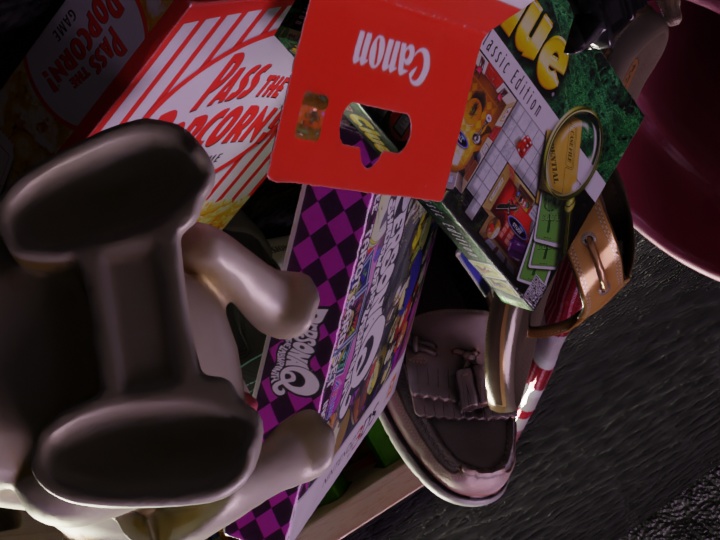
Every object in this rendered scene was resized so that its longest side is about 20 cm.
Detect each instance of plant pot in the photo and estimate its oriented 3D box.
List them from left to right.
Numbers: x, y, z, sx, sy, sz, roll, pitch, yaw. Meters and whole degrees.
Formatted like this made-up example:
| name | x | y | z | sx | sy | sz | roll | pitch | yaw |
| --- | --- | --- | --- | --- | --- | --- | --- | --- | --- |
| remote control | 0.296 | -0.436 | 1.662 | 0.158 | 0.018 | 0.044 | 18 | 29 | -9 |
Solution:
| name | x | y | z | sx | sy | sz | roll | pitch | yaw |
| --- | --- | --- | --- | --- | --- | --- | --- | --- | --- |
| plant pot | 0.221 | -0.117 | 1.160 | 0.179 | 0.200 | 0.200 | -45 | 170 | -28 |

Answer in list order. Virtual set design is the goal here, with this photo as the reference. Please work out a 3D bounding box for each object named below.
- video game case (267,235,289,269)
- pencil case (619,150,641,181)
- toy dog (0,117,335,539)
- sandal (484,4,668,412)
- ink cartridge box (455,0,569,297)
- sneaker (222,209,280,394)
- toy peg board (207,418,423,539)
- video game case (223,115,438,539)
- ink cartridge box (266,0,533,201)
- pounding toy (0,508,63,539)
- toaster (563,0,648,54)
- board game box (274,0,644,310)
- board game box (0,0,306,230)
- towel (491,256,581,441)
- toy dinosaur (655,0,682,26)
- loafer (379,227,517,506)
| name | x | y | z | sx | sy | sz | roll | pitch | yaw |
| --- | --- | --- | --- | --- | --- | --- | --- | --- | --- |
| video game case | -0.114 | 0.053 | 1.216 | 0.200 | 0.023 | 0.181 | -45 | 162 | 30 |
| pencil case | 0.098 | -0.035 | 1.300 | 0.077 | 0.090 | 0.200 | 14 | 146 | -9 |
| toy dog | -0.102 | 0.058 | 0.888 | 0.193 | 0.140 | 0.200 | -22 | 162 | 2 |
| sandal | 0.105 | -0.023 | 1.044 | 0.201 | 0.054 | 0.080 | -67 | 168 | 9 |
| ink cartridge box | 0.077 | -0.092 | 1.019 | 0.201 | 0.039 | 0.099 | -64 | 166 | -7 |
| sneaker | -0.088 | 0.053 | 1.079 | 0.079 | 0.075 | 0.201 | -24 | 143 | -37 |
| toy peg board | -0.030 | 0.100 | 1.409 | 0.199 | 0.098 | 0.199 | -31 | -175 | -14 |
| video game case | 0.000 | 0.000 | 1.025 | 0.181 | 0.036 | 0.201 | -51 | 158 | -64 |
| ink cartridge box | 0.041 | -0.123 | 0.810 | 0.162 | 0.057 | 0.201 | 3 | 97 | -65 |
| pounding toy | -0.247 | 0.176 | 1.069 | 0.184 | 0.142 | 0.200 | -43 | 163 | 20 |
| toaster | 0.094 | -0.181 | 0.685 | 0.199 | 0.118 | 0.182 | -19 | 124 | -45 |
| board game box | 0.046 | -0.077 | 0.916 | 0.200 | 0.023 | 0.105 | 46 | 67 | -47 |
| board game box | -0.082 | -0.062 | 0.915 | 0.151 | 0.046 | 0.200 | -16 | 154 | -51 |
| towel | 0.076 | -0.009 | 1.192 | 0.023 | 0.145 | 0.200 | -5 | 147 | -17 |
| toy dinosaur | 0.158 | -0.199 | 0.992 | 0.101 | 0.058 | 0.201 | -72 | -174 | -69 |
| loafer | 0.040 | 0.024 | 1.175 | 0.071 | 0.201 | 0.063 | 4 | 138 | -22 |
